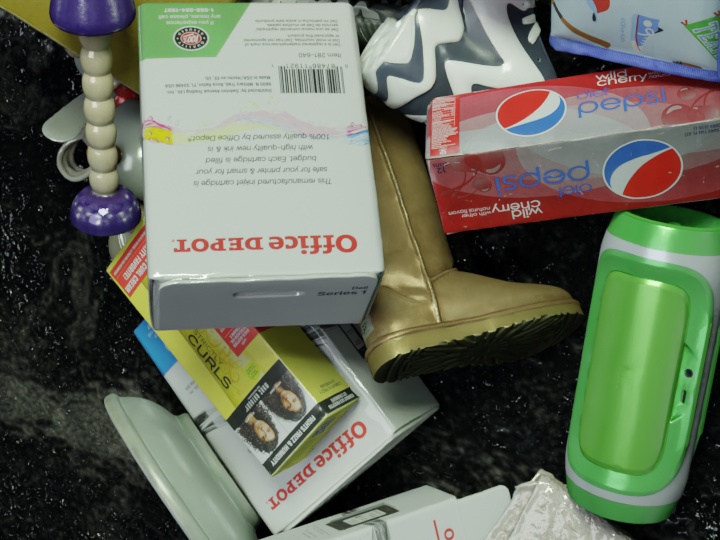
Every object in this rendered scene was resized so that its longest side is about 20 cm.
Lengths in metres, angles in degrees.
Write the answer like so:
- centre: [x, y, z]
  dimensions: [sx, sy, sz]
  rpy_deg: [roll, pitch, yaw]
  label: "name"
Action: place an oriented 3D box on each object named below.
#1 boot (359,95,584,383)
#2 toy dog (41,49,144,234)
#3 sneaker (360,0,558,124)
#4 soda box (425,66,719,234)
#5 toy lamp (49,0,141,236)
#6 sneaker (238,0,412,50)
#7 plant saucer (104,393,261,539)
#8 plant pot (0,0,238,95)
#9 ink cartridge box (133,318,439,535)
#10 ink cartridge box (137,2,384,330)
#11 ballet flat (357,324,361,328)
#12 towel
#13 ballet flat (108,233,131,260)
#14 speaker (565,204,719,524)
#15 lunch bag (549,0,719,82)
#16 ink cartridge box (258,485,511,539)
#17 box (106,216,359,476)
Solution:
- centre: [0.052, -0.033, 0.940]
  dimensions: [0.066, 0.173, 0.202]
  rpy_deg: [-56, 47, 54]
  label: "boot"
- centre: [-0.194, -0.116, 1.021]
  dimensions: [0.199, 0.096, 0.133]
  rpy_deg: [32, 98, 41]
  label: "toy dog"
- centre: [0.102, -0.172, 0.901]
  dimensions: [0.129, 0.079, 0.200]
  rpy_deg: [37, 83, -20]
  label: "sneaker"
- centre: [0.143, -0.080, 0.850]
  dimensions: [0.197, 0.064, 0.070]
  rpy_deg: [-7, 136, 12]
  label: "soda box"
- centre: [-0.176, -0.120, 0.889]
  dimensions: [0.058, 0.058, 0.202]
  rpy_deg: [23, 128, 23]
  label: "toy lamp"
- centre: [-0.040, -0.165, 0.986]
  dimensions: [0.198, 0.066, 0.092]
  rpy_deg: [6, 110, 28]
  label: "sneaker"
- centre: [-0.127, 0.170, 1.051]
  dimensions: [0.050, 0.200, 0.201]
  rpy_deg: [-34, 80, -8]
  label: "plant saucer"
- centre: [-0.162, -0.280, 0.927]
  dimensions: [0.200, 0.193, 0.197]
  rpy_deg: [-42, 42, 21]
  label: "plant pot"
- centre: [-0.058, 0.076, 1.027]
  dimensions: [0.146, 0.084, 0.201]
  rpy_deg: [-43, 78, 28]
  label: "ink cartridge box"
- centre: [-0.069, -0.068, 0.862]
  dimensions: [0.143, 0.084, 0.202]
  rpy_deg: [-2, 65, -10]
  label: "ink cartridge box"
- centre: [0.000, 0.000, 0.961]
  dimensions: [0.198, 0.068, 0.046]
  rpy_deg: [29, 150, -2]
  label: "ballet flat"
- centre: [0.166, 0.246, 0.933]
  dimensions: [0.199, 0.034, 0.133]
  rpy_deg: [34, 101, 8]
  label: "towel"
- centre: [-0.145, -0.045, 1.064]
  dimensions: [0.199, 0.069, 0.070]
  rpy_deg: [-26, 87, 31]
  label: "ballet flat"
- centre: [0.190, 0.061, 0.886]
  dimensions: [0.088, 0.088, 0.203]
  rpy_deg: [15, 106, 26]
  label: "speaker"
- centre: [0.216, -0.201, 0.773]
  dimensions: [0.198, 0.124, 0.171]
  rpy_deg: [17, 138, 21]
  label: "lunch bag"
- centre: [0.021, 0.236, 0.988]
  dimensions: [0.067, 0.198, 0.117]
  rpy_deg: [178, 78, -71]
  label: "ink cartridge box"
- centre: [-0.094, 0.046, 0.964]
  dimensions: [0.200, 0.050, 0.075]
  rpy_deg: [50, 118, 14]
  label: "box"
